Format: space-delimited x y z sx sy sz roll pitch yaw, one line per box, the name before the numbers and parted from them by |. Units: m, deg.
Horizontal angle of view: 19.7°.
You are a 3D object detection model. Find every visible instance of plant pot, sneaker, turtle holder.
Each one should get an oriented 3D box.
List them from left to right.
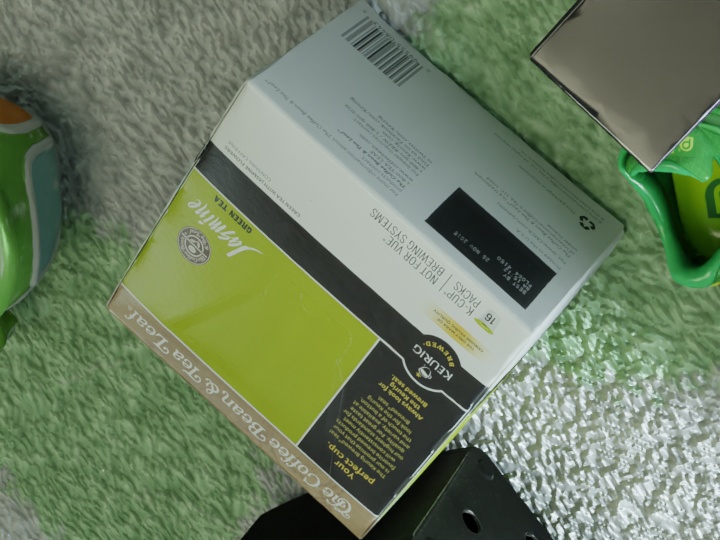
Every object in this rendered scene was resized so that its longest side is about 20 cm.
turtle holder | -0.242 -0.026 1.286 0.140 0.132 0.186 -12 110 34
plant pot | 0.027 0.222 1.231 0.177 0.200 0.200 -36 94 29
sneaker | 0.168 -0.083 1.031 0.074 0.084 0.201 -2 114 33

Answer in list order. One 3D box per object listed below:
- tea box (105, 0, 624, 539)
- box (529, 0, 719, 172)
tea box | 0.000 0.000 1.150 0.200 0.134 0.197 42 129 5
box | 0.176 -0.147 0.912 0.079 0.141 0.200 43 106 0
